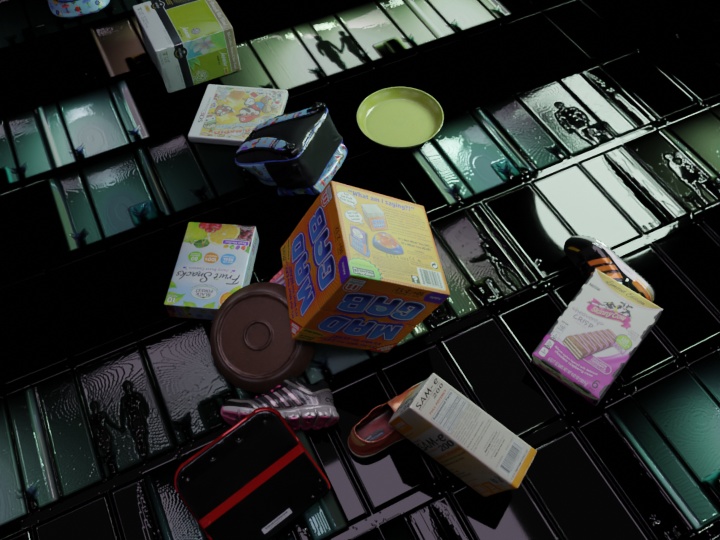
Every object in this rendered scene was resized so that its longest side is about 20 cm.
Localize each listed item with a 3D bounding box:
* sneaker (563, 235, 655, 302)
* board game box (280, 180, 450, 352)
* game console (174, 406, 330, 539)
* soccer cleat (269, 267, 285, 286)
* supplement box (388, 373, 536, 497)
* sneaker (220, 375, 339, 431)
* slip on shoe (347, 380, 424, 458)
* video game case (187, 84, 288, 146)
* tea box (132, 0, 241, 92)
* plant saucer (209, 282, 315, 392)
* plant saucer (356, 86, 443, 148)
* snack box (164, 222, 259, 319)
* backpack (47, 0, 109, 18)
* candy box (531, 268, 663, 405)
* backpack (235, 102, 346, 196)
[{"bbox_3d":[0.455,0.013,1.309,0.090,0.070,0.200,-35,63,-24],"label":"sneaker"},{"bbox_3d":[0.000,0.000,1.209,0.200,0.200,0.200,12,49,-30],"label":"board game box"},{"bbox_3d":[-0.174,0.336,1.091,0.200,0.031,0.177,-36,86,-13],"label":"game console"},{"bbox_3d":[-0.161,0.042,1.310,0.073,0.068,0.200,15,61,7],"label":"soccer cleat"},{"bbox_3d":[0.155,0.262,1.081,0.200,0.126,0.074,37,63,4],"label":"supplement box"},{"bbox_3d":[-0.137,0.225,1.181,0.200,0.074,0.088,-1,53,-3],"label":"sneaker"},{"bbox_3d":[0.066,0.245,1.166,0.200,0.061,0.074,-28,57,-18],"label":"slip on shoe"},{"bbox_3d":[-0.286,-0.366,1.622,0.200,0.023,0.182,6,56,5],"label":"video game case"},{"bbox_3d":[-0.428,-0.575,1.703,0.197,0.134,0.200,-23,58,-13],"label":"tea box"},{"bbox_3d":[-0.180,0.117,1.230,0.200,0.034,0.200,-2,80,10],"label":"plant saucer"},{"bbox_3d":[0.092,-0.348,1.594,0.200,0.031,0.200,-1,55,2],"label":"plant saucer"},{"bbox_3d":[-0.287,0.000,1.350,0.142,0.053,0.200,4,56,5],"label":"snack box"},{"bbox_3d":[-0.776,-0.783,1.859,0.182,0.135,0.200,-15,59,-8],"label":"backpack"},{"bbox_3d":[0.416,0.116,1.216,0.136,0.061,0.200,35,78,23],"label":"candy box"},{"bbox_3d":[-0.157,-0.249,1.466,0.200,0.135,0.183,-1,48,34],"label":"backpack"}]
